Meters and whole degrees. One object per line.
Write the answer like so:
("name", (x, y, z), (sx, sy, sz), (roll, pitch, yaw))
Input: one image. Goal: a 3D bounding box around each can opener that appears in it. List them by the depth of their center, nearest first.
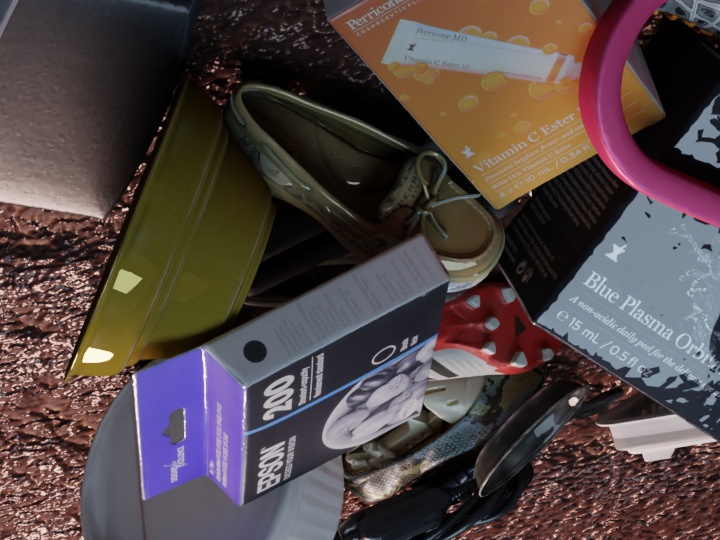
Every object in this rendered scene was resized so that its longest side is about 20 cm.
("can opener", (0.006, -0.038, 1.168), (0.199, 0.067, 0.053), (-22, 136, -9))

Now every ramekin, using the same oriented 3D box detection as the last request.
("ramekin", (-0.101, 0.159, 1.300), (0.202, 0.203, 0.094), (-33, 146, 23))

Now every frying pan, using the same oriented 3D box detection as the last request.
("frying pan", (0.150, 0.104, 1.346), (0.190, 0.031, 0.115), (-35, 161, -34))

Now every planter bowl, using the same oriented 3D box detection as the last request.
("planter bowl", (-0.104, -0.012, 1.077), (0.083, 0.201, 0.201), (22, 131, -9))

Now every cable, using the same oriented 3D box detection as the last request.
("cable", (0.048, 0.198, 1.425), (0.199, 0.051, 0.163), (-23, 172, -17))

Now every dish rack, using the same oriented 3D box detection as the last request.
("dish rack", (0.290, 0.094, 1.311), (0.199, 0.044, 0.171), (-14, -174, 39))

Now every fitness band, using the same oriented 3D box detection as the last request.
("fitness band", (0.221, -0.097, 1.033), (0.199, 0.037, 0.144), (20, 101, -20))

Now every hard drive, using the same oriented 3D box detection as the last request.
("hard drive", (-0.178, -0.112, 1.086), (0.134, 0.042, 0.200), (10, 135, -22))

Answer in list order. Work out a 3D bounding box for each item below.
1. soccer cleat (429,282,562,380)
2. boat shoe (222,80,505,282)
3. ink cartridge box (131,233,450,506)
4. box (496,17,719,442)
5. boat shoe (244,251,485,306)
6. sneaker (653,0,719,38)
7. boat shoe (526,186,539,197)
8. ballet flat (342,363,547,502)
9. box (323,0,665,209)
("soccer cleat", (0.056, 0.049, 1.308), (0.199, 0.069, 0.085), (-6, 177, -28))
("boat shoe", (0.002, -0.054, 1.117), (0.199, 0.074, 0.063), (24, 161, -4))
("ink cartridge box", (-0.044, 0.079, 1.124), (0.199, 0.044, 0.198), (-25, 156, -17))
("box", (0.226, -0.019, 1.155), (0.196, 0.118, 0.200), (31, 105, -21))
("boat shoe", (0.000, 0.000, 1.231), (0.199, 0.069, 0.072), (8, 135, -20))
("sneaker", (0.208, -0.180, 1.082), (0.077, 0.079, 0.200), (-25, 134, 33))
("boat shoe", (0.197, -0.040, 1.236), (0.199, 0.061, 0.076), (12, 134, -24))
("ballet flat", (0.052, 0.113, 1.372), (0.074, 0.074, 0.200), (29, 123, -37))
("box", (0.076, -0.149, 1.060), (0.124, 0.098, 0.200), (-29, 135, 19))
